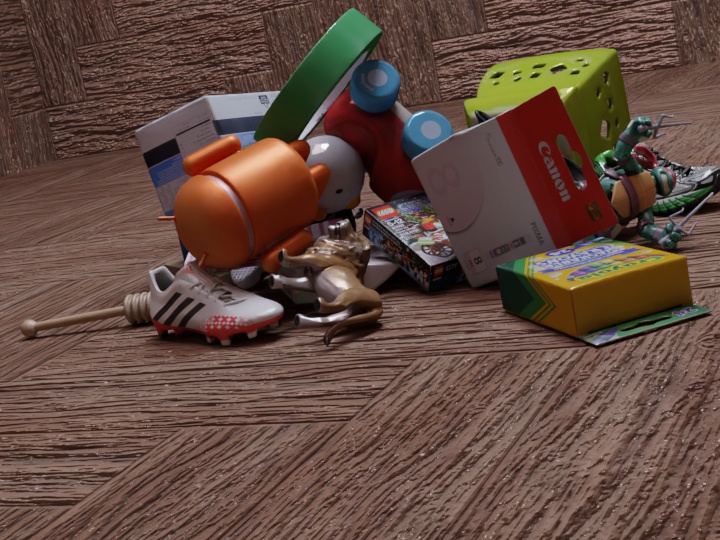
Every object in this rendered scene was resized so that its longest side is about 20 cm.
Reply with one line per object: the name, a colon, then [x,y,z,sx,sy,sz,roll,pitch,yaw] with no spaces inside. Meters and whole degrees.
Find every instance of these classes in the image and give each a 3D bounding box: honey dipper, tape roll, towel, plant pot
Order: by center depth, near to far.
tape roll: [-0.051,-0.224,1.609,0.201,0.048,0.200,-52,2,3]
towel: [-0.114,-0.033,1.610,0.199,0.030,0.146,-8,11,-3]
honey dipper: [-0.334,0.059,1.646,0.199,0.038,0.038,-11,11,16]
plant pot: [0.260,-0.186,1.866,0.198,0.201,0.181,-4,21,30]

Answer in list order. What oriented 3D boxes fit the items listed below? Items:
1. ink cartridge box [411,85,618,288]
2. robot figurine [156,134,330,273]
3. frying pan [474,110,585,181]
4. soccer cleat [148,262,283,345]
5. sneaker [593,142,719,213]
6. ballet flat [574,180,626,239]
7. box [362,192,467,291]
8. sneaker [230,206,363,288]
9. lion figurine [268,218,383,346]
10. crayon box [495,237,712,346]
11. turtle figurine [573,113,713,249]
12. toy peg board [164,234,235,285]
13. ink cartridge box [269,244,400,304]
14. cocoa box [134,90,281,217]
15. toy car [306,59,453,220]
ink cartridge box: [0.159,-0.084,1.417,0.057,0.163,0.200,-25,-1,-35]
robot figurine: [-0.129,-0.077,1.507,0.200,0.144,0.116,-32,23,-31]
frying pan: [0.213,-0.117,1.640,0.190,0.031,0.115,25,43,-8]
soccer cleat: [-0.168,0.033,1.480,0.200,0.086,0.069,0,16,44]
sneaker: [0.375,-0.119,1.700,0.200,0.086,0.078,2,18,45]
ballet flat: [0.272,-0.069,1.571,0.199,0.068,0.068,2,-11,-37]
box: [0.122,-0.049,1.575,0.199,0.038,0.137,-17,40,-30]
sneaker: [-0.075,-0.034,1.748,0.200,0.114,0.075,-49,40,-8]
lion figurine: [-0.021,0.020,1.436,0.122,0.073,0.200,2,35,-26]
crayon box: [0.230,0.015,1.283,0.125,0.052,0.200,-15,13,-16]
turtle figurine: [0.306,-0.084,1.496,0.200,0.150,0.101,-25,-4,-21]
toy peg board: [-0.157,-0.057,1.864,0.199,0.098,0.199,-17,13,-28]
ink cartridge box: [0.000,0.000,1.614,0.199,0.050,0.161,-1,9,-14]
cocoa box: [-0.180,-0.157,1.801,0.133,0.132,0.200,-21,-2,30]
toy car: [-0.011,-0.118,1.630,0.200,0.177,0.184,-39,-14,-21]
